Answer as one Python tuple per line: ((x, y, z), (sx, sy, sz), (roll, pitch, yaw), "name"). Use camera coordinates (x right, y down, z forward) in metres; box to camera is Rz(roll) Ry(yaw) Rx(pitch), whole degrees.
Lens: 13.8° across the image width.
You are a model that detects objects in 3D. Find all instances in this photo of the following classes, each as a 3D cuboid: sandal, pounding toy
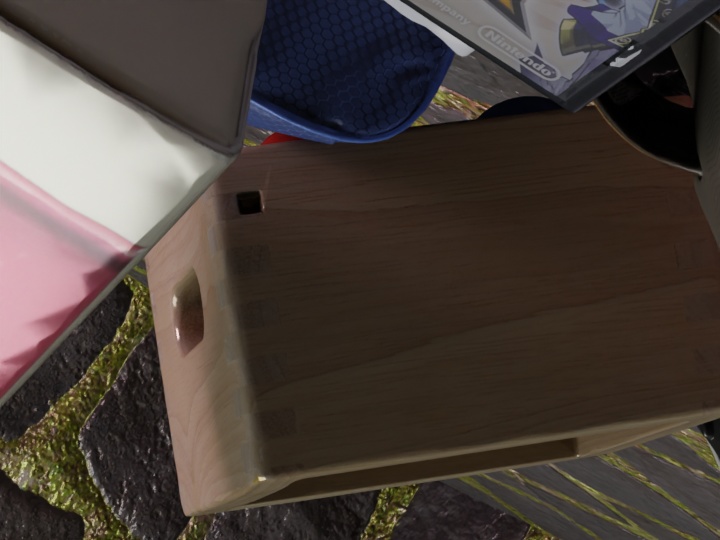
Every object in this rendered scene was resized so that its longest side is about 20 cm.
((0.087, -0.058, 0.827), (0.054, 0.200, 0.082), (-3, 135, -3), "sandal")
((0.000, 0.000, 0.993), (0.183, 0.143, 0.200), (-7, 173, -13), "pounding toy")

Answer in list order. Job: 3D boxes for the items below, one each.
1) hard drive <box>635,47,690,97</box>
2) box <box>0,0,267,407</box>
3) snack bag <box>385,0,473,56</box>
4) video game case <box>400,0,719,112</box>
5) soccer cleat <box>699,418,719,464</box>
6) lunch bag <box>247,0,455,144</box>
((0.193, -0.025, 1.076), (0.200, 0.038, 0.140), (37, 171, -39), "hard drive")
((-0.124, -0.035, 0.784), (0.109, 0.200, 0.128), (31, -144, -20), "box")
((0.007, -0.139, 0.752), (0.200, 0.021, 0.188), (32, 145, -26), "snack bag")
((0.027, -0.132, 0.707), (0.200, 0.026, 0.181), (33, 144, -17), "video game case")
((0.157, 0.056, 1.000), (0.073, 0.201, 0.068), (-9, 177, -36), "soccer cleat")
((-0.061, -0.131, 0.901), (0.199, 0.136, 0.132), (27, 179, -18), "lunch bag")
